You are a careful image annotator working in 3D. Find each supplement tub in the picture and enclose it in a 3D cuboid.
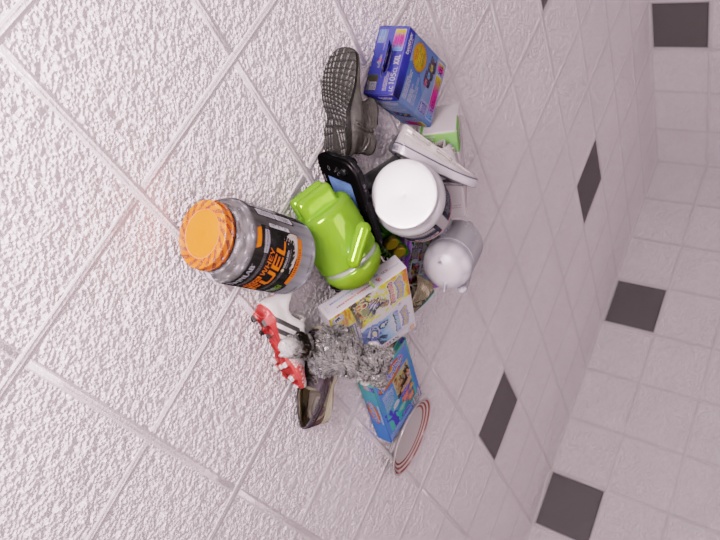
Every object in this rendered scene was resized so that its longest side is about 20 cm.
[{"bbox_3d":[0.100,-0.132,1.269,0.200,0.137,0.144,10,93,-76],"label":"supplement tub"},{"bbox_3d":[-0.167,-0.036,0.990,0.198,0.120,0.126,14,90,-56],"label":"supplement tub"}]

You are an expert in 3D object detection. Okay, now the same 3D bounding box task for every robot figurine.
[{"bbox_3d":[0.205,-0.037,1.467,0.172,0.111,0.201,62,35,-19],"label":"robot figurine"},{"bbox_3d":[-0.040,-0.054,1.151,0.115,0.175,0.202,-37,110,-12],"label":"robot figurine"}]

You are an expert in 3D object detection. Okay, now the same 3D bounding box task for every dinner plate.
[{"bbox_3d":[0.123,0.409,1.643,0.200,0.024,0.204,-46,145,-45],"label":"dinner plate"}]

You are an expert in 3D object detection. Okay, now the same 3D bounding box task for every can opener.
[{"bbox_3d":[0.055,-0.213,1.335,0.200,0.066,0.053,-43,173,-38],"label":"can opener"}]

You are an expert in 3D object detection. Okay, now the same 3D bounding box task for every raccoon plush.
[{"bbox_3d":[-0.033,0.160,1.125,0.198,0.132,0.099,-9,110,-54],"label":"raccoon plush"}]

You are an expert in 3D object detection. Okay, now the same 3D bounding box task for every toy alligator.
[{"bbox_3d":[0.041,-0.070,1.357,0.054,0.060,0.200,-34,144,10],"label":"toy alligator"}]

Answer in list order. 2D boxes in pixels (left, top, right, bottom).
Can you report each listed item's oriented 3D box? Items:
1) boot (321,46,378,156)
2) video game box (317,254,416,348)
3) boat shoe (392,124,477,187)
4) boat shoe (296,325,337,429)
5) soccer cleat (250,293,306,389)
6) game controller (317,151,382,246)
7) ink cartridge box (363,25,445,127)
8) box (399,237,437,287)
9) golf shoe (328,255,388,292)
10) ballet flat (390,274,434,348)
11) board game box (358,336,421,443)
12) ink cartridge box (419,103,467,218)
[{"bbox_3d":[-0.011,-0.302,1.198,0.130,0.066,0.205,-32,133,-53],"label":"boot"},{"bbox_3d":[0.020,0.091,1.291,0.181,0.047,0.202,-35,143,-15],"label":"video game box"},{"bbox_3d":[0.157,-0.227,1.317,0.196,0.072,0.067,23,97,-16],"label":"boat shoe"},{"bbox_3d":[-0.086,0.206,1.241,0.064,0.071,0.205,-26,127,-55],"label":"boat shoe"},{"bbox_3d":[-0.123,0.124,1.158,0.085,0.068,0.203,-40,128,-28],"label":"soccer cleat"},{"bbox_3d":[-0.018,-0.125,1.199,0.042,0.103,0.203,-47,137,-30],"label":"game controller"},{"bbox_3d":[0.082,-0.381,1.291,0.198,0.075,0.140,17,86,-55],"label":"ink cartridge box"},{"bbox_3d":[0.148,-0.028,1.539,0.198,0.038,0.141,-5,104,-56],"label":"box"},{"bbox_3d":[0.000,0.000,1.314,0.198,0.076,0.097,17,64,-55],"label":"golf shoe"},{"bbox_3d":[0.079,0.093,1.442,0.075,0.068,0.202,35,93,-23],"label":"ballet flat"},{"bbox_3d":[0.071,0.270,1.519,0.153,0.044,0.203,-50,139,-34],"label":"board game box"},{"bbox_3d":[0.183,-0.235,1.437,0.147,0.082,0.204,-76,158,-54],"label":"ink cartridge box"}]
